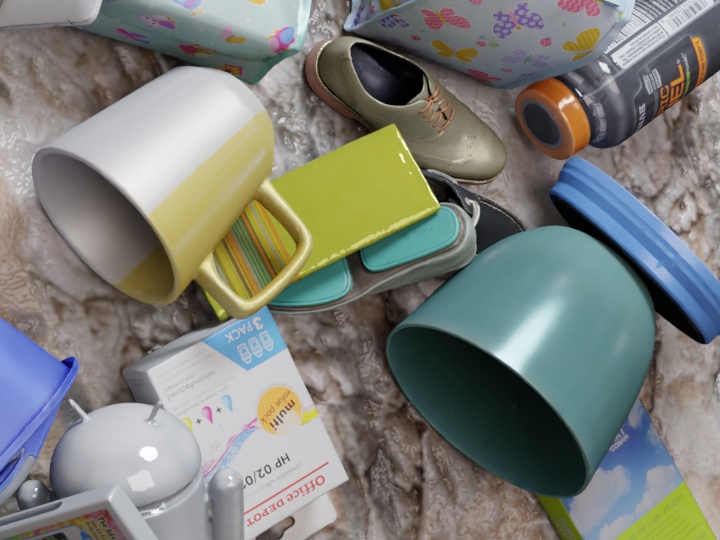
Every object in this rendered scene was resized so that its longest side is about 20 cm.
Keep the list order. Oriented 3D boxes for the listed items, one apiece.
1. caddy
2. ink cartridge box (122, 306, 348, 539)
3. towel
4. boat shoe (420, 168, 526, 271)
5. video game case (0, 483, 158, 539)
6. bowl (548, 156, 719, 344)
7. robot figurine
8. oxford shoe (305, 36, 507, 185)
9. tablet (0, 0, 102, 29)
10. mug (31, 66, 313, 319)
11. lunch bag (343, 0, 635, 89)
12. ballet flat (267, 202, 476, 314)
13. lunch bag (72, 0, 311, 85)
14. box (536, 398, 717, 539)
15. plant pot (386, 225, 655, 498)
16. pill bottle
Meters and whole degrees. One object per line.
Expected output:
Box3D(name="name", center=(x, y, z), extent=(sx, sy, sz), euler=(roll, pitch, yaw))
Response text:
Box3D(name="caddy", center=(-0.287, 0.124, 1.260), extent=(0.105, 0.141, 0.200), euler=(44, 71, -12))
Box3D(name="ink cartridge box", center=(-0.090, 0.141, 1.392), extent=(0.115, 0.068, 0.200), euler=(-30, 101, -23))
Box3D(name="towel", center=(-0.043, -0.039, 1.397), extent=(0.200, 0.018, 0.086), euler=(-26, 74, -4))
Box3D(name="boat shoe", center=(0.063, -0.048, 1.477), extent=(0.200, 0.060, 0.074), euler=(22, 79, -23))
Box3D(name="video game case", center=(-0.199, 0.254, 1.273), extent=(0.200, 0.182, 0.024), euler=(60, 28, -23))
Box3D(name="bowl", center=(0.238, -0.014, 1.488), extent=(0.039, 0.201, 0.201), euler=(-46, 108, 0))
Box3D(name="robot figurine", center=(-0.169, 0.184, 1.309), extent=(0.169, 0.113, 0.200), euler=(-6, 115, 0))
Box3D(name="oxford shoe", center=(0.048, -0.130, 1.465), extent=(0.200, 0.074, 0.071), euler=(27, 77, -22))
Box3D(name="tablet", center=(-0.211, -0.277, 1.318), extent=(0.014, 0.130, 0.200), euler=(23, 78, -42))
Box3D(name="mug", center=(-0.137, -0.064, 1.348), extent=(0.153, 0.149, 0.187), euler=(-46, 120, -29))
Box3D(name="lunch bag", center=(0.109, -0.235, 1.429), extent=(0.169, 0.200, 0.127), euler=(17, 81, -23))
Box3D(name="ballet flat", center=(0.000, 0.000, 1.426), extent=(0.200, 0.064, 0.067), euler=(-16, 65, 9))
Box3D(name="lunch bag", center=(-0.120, -0.270, 1.366), extent=(0.170, 0.122, 0.200), euler=(17, 74, -23))
Box3D(name="box", center=(0.235, 0.214, 1.557), extent=(0.122, 0.048, 0.200), euler=(-35, 103, -23))
Box3D(name="plant pot", center=(0.148, 0.060, 1.442), extent=(0.201, 0.201, 0.161), euler=(48, 66, -16))
Box3D(name="pill bottle", center=(0.230, -0.177, 1.537), extent=(0.200, 0.106, 0.106), euler=(-36, 103, -22))
